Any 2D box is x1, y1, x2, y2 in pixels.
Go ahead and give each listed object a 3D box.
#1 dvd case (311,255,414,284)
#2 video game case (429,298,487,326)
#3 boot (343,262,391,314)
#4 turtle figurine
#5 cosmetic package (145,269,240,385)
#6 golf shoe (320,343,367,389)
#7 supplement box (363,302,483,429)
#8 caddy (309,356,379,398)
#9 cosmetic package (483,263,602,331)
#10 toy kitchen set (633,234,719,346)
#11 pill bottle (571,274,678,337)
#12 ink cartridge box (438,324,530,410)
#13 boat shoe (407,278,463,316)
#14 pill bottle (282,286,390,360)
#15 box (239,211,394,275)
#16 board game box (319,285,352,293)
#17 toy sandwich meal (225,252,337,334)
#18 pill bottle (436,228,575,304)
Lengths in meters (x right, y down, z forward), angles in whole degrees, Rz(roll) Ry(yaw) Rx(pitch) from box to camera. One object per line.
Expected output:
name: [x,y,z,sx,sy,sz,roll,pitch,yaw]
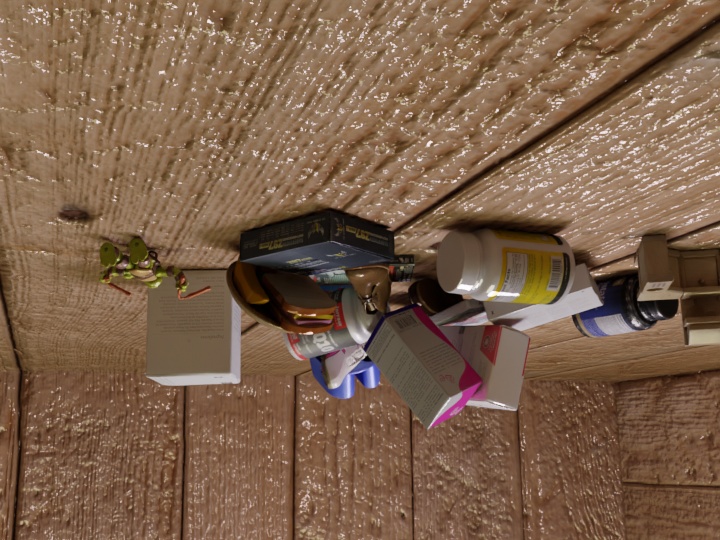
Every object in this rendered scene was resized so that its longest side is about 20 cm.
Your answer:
dvd case: [0.000,0.000,1.563,0.197,0.022,0.146,-3,167,1]
video game case: [0.231,0.088,1.722,0.180,0.023,0.200,-6,164,-31]
boot: [0.019,0.031,1.486,0.073,0.077,0.200,-3,166,15]
turtle figurine: [-0.360,-0.005,1.413,0.197,0.065,0.162,6,161,9]
cosmetic package: [-0.320,0.115,1.633,0.162,0.203,0.165,-1,167,-2]
golf shoe: [-0.026,0.164,1.734,0.091,0.201,0.073,-6,124,19]
supplement box: [0.114,0.174,1.552,0.100,0.200,0.104,-15,144,-43]
caddy: [-0.038,0.190,1.863,0.140,0.106,0.200,-19,-149,-23]
cosmetic package: [0.345,0.058,1.583,0.198,0.052,0.151,-20,161,18]
toy kitchen set: [0.583,0.035,1.436,0.197,0.166,0.180,-4,167,13]
pill bottle: [0.537,0.070,1.708,0.111,0.114,0.199,8,164,-35]
ink cartridge box: [0.223,0.185,1.628,0.082,0.148,0.199,20,167,-28]
boat shoe: [0.144,0.063,1.735,0.070,0.071,0.199,-14,163,29]
pill bottle: [-0.046,0.098,1.651,0.198,0.115,0.114,-18,162,19]
box: [-0.069,-0.038,1.321,0.198,0.052,0.157,-11,163,38]
board game box: [-0.058,0.079,1.825,0.193,0.057,0.200,-1,167,-2]
toy sandwich meal: [-0.132,0.030,1.412,0.203,0.206,0.071,10,124,-39]
pill bottle: [0.229,-0.007,1.336,0.197,0.116,0.114,5,166,-21]
